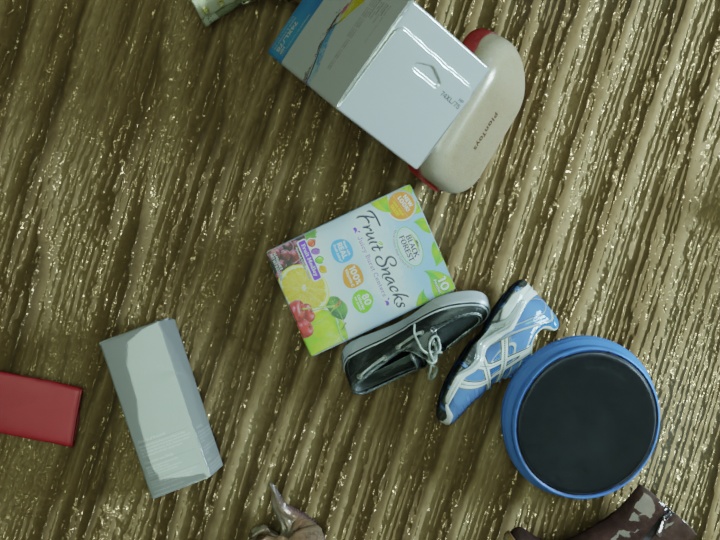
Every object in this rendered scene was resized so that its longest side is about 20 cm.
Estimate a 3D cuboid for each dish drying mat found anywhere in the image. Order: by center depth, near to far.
[{"bbox_3d":[-0.452,0.167,1.630,0.197,0.018,0.078,11,90,2],"label":"dish drying mat"}]

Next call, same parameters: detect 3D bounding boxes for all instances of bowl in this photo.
[{"bbox_3d":[0.270,0.181,1.563,0.197,0.039,0.204,-1,100,-8],"label":"bowl"}]

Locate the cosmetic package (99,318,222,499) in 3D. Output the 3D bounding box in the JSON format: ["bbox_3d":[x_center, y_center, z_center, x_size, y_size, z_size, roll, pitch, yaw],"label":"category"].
[{"bbox_3d":[-0.242,0.165,1.577,0.089,0.107,0.202,-22,86,2],"label":"cosmetic package"}]

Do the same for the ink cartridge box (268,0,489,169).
[{"bbox_3d":[0.019,-0.245,1.500,0.146,0.200,0.147,33,97,-37],"label":"ink cartridge box"}]

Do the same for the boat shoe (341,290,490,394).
[{"bbox_3d":[0.072,0.092,1.570,0.197,0.074,0.069,-21,47,2],"label":"boat shoe"}]

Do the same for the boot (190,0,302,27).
[{"bbox_3d":[-0.128,-0.344,1.601,0.154,0.072,0.201,-35,87,3],"label":"boot"}]

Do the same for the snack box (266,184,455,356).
[{"bbox_3d":[0.000,0.000,1.596,0.198,0.053,0.144,-24,89,1],"label":"snack box"}]

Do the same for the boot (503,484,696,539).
[{"bbox_3d":[0.291,0.327,1.572,0.199,0.072,0.167,36,89,-5],"label":"boot"}]

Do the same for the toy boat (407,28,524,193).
[{"bbox_3d":[0.110,-0.204,1.576,0.130,0.130,0.201,32,90,32],"label":"toy boat"}]

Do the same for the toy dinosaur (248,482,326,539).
[{"bbox_3d":[-0.064,0.361,1.582,0.134,0.086,0.203,-9,72,-8],"label":"toy dinosaur"}]

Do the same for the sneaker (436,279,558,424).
[{"bbox_3d":[0.165,0.111,1.576,0.077,0.076,0.201,37,92,-2],"label":"sneaker"}]
